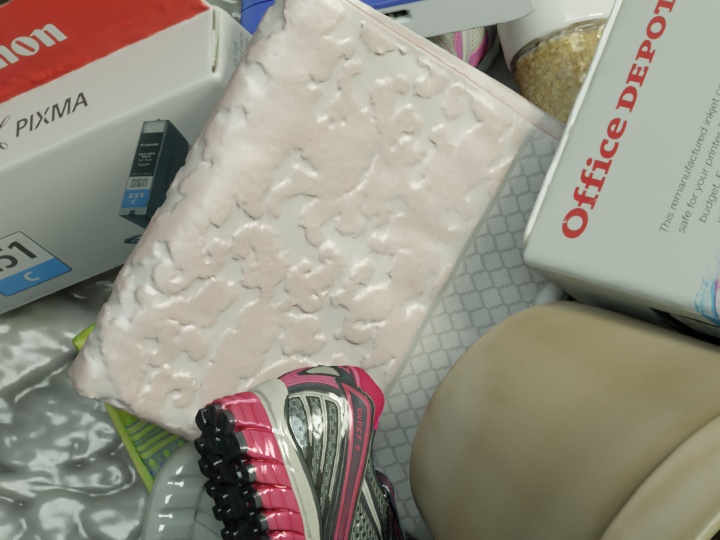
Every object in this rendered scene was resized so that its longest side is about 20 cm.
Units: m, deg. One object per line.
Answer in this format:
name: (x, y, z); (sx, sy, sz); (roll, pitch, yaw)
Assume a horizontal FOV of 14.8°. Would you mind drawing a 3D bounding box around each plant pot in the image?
plant pot: (0.118, 0.102, 1.133); (0.200, 0.200, 0.173); (-42, 50, -10)

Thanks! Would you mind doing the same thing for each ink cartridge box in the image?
ink cartridge box: (-0.141, -0.065, 1.207); (0.199, 0.176, 0.045); (-22, 51, 26)
ink cartridge box: (0.186, -0.035, 1.136); (0.199, 0.083, 0.146); (17, 81, 38)

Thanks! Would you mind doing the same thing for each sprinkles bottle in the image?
sprinkles bottle: (0.118, -0.037, 1.271); (0.068, 0.068, 0.201); (-14, 71, 0)

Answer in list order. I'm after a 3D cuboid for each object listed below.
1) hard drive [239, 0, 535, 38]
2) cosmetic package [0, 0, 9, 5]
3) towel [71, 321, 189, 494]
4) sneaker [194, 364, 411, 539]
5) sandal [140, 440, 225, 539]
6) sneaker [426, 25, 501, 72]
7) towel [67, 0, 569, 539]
hard drive: (0.012, -0.176, 1.290); (0.131, 0.025, 0.201); (-11, 42, 10)
cosmetic package: (-0.157, -0.150, 1.260); (0.071, 0.200, 0.106); (-12, 70, 1)
towel: (-0.013, 0.040, 1.243); (0.199, 0.023, 0.144); (-27, 106, -3)
sneaker: (-0.008, 0.137, 1.175); (0.074, 0.201, 0.081); (-21, 27, -21)
sandal: (-0.083, 0.173, 1.225); (0.082, 0.050, 0.204); (22, 84, -23)
sneaker: (0.019, -0.102, 1.290); (0.081, 0.088, 0.201); (13, 73, 8)
towel: (0.000, 0.000, 1.190); (0.191, 0.032, 0.201); (27, 95, -26)
